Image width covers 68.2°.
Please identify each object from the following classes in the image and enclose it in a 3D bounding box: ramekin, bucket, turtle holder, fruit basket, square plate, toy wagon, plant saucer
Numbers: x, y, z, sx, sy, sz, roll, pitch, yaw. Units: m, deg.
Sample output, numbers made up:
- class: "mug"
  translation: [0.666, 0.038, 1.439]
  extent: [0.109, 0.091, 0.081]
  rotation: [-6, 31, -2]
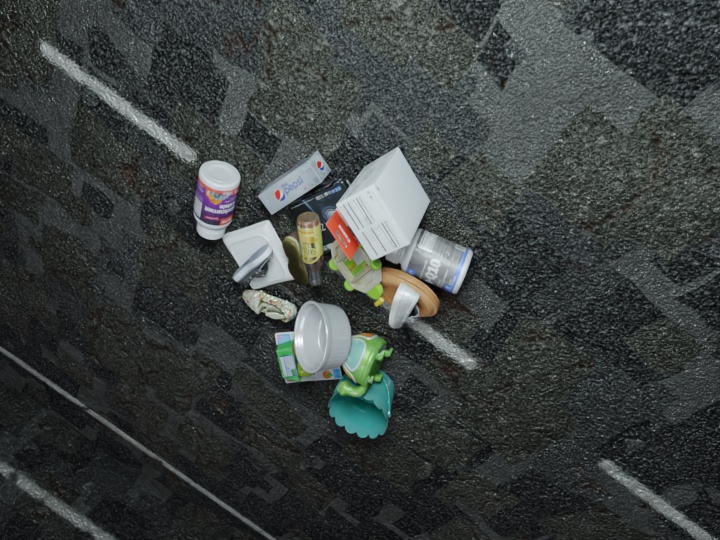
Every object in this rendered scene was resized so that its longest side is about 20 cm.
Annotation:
- class: "ramekin"
  translation: [-0.110, 0.193, 1.552]
  extent: [0.096, 0.205, 0.201]
  rotation: [4, 142, -35]
- class: "bucket"
  translation: [0.011, 0.409, 1.684]
  extent: [0.201, 0.136, 0.212]
  rotation: [12, 128, 15]
- class: "turtle holder"
  translation: [0.005, 0.275, 1.580]
  extent: [0.129, 0.140, 0.190]
  rotation: [23, 114, 17]
- class: "fruit basket"
  translation: [-0.167, 0.280, 1.701]
  extent: [0.194, 0.094, 0.190]
  rotation: [-2, 114, 14]
- class: "square plate"
  translation: [-0.301, -0.037, 1.581]
  extent: [0.194, 0.029, 0.203]
  rotation: [-12, 118, 31]
- class: "toy wagon"
  translation: [0.000, 0.000, 1.370]
  extent: [0.202, 0.039, 0.155]
  rotation: [53, 143, 0]
- class: "plant saucer"
  translation: [0.114, 0.065, 1.403]
  extent: [0.196, 0.033, 0.202]
  rotation: [26, 156, 12]

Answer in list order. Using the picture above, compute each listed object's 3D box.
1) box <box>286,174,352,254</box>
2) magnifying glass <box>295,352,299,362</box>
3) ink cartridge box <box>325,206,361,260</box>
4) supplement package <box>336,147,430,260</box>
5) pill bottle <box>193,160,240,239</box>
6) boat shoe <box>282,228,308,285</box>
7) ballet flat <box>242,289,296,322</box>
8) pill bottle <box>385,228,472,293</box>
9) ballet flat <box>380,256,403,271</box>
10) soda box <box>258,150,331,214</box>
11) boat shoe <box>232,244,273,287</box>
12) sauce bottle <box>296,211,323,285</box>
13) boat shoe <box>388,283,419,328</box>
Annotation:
- class: "box"
  translation: [-0.076, -0.139, 1.394]
  extent: [0.196, 0.044, 0.163]
  rotation: [-17, 115, 33]
- class: "magnifying glass"
  translation: [-0.104, 0.264, 1.640]
  extent: [0.194, 0.081, 0.023]
  rotation: [8, 131, -22]
- class: "ink cartridge box"
  translation: [-0.002, -0.128, 1.266]
  extent: [0.050, 0.201, 0.110]
  rotation: [-21, 114, 34]
- class: "supplement package"
  translation: [0.058, -0.154, 1.219]
  extent: [0.109, 0.201, 0.157]
  rotation: [-22, 113, 35]
- class: "pill bottle"
  translation: [-0.400, -0.187, 1.464]
  extent: [0.109, 0.112, 0.203]
  rotation: [27, 131, 3]
- class: "boat shoe"
  translation: [-0.168, -0.036, 1.495]
  extent: [0.070, 0.067, 0.203]
  rotation: [24, 150, 22]
- class: "ballet flat"
  translation: [-0.293, 0.111, 1.658]
  extent: [0.194, 0.064, 0.077]
  rotation: [14, 132, 16]
- class: "pill bottle"
  translation: [0.167, -0.033, 1.312]
  extent: [0.195, 0.115, 0.116]
  rotation: [23, 130, 8]
- class: "ballet flat"
  translation: [0.059, -0.023, 1.413]
  extent: [0.195, 0.047, 0.069]
  rotation: [16, 129, 13]
- class: "soda box"
  translation: [-0.170, -0.224, 1.362]
  extent: [0.197, 0.069, 0.064]
  rotation: [-25, 112, 36]
- class: "boat shoe"
  translation: [-0.300, -0.006, 1.542]
  extent: [0.066, 0.071, 0.198]
  rotation: [40, 131, -18]
- class: "sauce bottle"
  translation: [-0.127, -0.053, 1.408]
  extent: [0.064, 0.066, 0.205]
  rotation: [7, 125, 19]
- class: "boat shoe"
  translation: [0.118, 0.100, 1.354]
  extent: [0.067, 0.073, 0.202]
  rotation: [24, 148, 12]
